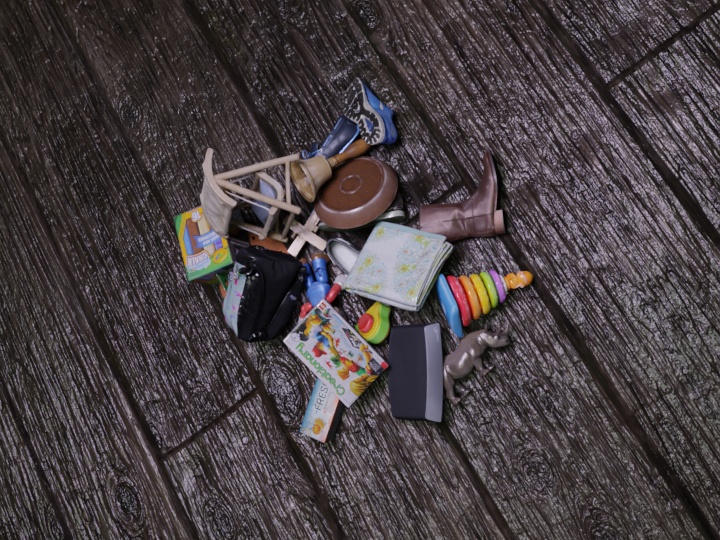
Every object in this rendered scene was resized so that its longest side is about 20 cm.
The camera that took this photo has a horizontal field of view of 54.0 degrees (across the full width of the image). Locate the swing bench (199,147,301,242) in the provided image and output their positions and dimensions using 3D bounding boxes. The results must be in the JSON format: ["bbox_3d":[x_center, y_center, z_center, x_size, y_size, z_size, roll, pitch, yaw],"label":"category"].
[{"bbox_3d":[-0.238,-0.152,1.495,0.196,0.199,0.132,1,73,-14],"label":"swing bench"}]

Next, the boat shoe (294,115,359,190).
[{"bbox_3d":[-0.085,-0.267,1.617,0.069,0.084,0.200,43,85,-2],"label":"boat shoe"}]

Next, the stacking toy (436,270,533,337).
[{"bbox_3d":[0.262,0.041,1.459,0.197,0.117,0.111,-20,49,0],"label":"stacking toy"}]

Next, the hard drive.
[{"bbox_3d":[0.112,0.215,1.492,0.133,0.042,0.204,-7,80,45],"label":"hard drive"}]

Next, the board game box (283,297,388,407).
[{"bbox_3d":[-0.052,0.174,1.501,0.200,0.035,0.126,45,92,-3],"label":"board game box"}]

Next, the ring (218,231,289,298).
[{"bbox_3d":[-0.249,0.007,1.675,0.196,0.019,0.205,-2,85,18],"label":"ring"}]

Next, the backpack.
[{"bbox_3d":[-0.225,0.056,1.570,0.126,0.164,0.203,40,116,55],"label":"backpack"}]

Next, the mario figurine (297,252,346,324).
[{"bbox_3d":[-0.085,0.072,1.596,0.123,0.104,0.204,-38,58,49],"label":"mario figurine"}]

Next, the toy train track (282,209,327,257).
[{"bbox_3d":[-0.103,-0.120,1.626,0.114,0.033,0.202,34,88,1],"label":"toy train track"}]

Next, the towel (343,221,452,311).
[{"bbox_3d":[0.077,-0.012,1.476,0.197,0.048,0.173,15,63,35],"label":"towel"}]

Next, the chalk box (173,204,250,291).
[{"bbox_3d":[-0.330,-0.041,1.633,0.122,0.125,0.204,-19,77,16],"label":"chalk box"}]

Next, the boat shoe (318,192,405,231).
[{"bbox_3d":[0.001,-0.130,1.575,0.197,0.072,0.062,-8,78,10],"label":"boat shoe"}]

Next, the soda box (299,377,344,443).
[{"bbox_3d":[-0.066,0.273,1.563,0.067,0.063,0.204,19,90,19],"label":"soda box"}]

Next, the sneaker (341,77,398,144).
[{"bbox_3d":[0.024,-0.351,1.589,0.079,0.088,0.202,-46,54,33],"label":"sneaker"}]

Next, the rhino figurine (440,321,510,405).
[{"bbox_3d":[0.236,0.179,1.468,0.088,0.060,0.200,45,100,16],"label":"rhino figurine"}]

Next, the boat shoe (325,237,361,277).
[{"bbox_3d":[0.000,0.000,1.567,0.199,0.060,0.076,35,96,19],"label":"boat shoe"}]

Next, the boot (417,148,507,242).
[{"bbox_3d":[0.205,-0.150,1.513,0.196,0.064,0.190,-9,81,23],"label":"boot"}]

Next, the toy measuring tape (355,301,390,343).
[{"bbox_3d":[0.054,0.098,1.522,0.200,0.073,0.074,-47,72,23],"label":"toy measuring tape"}]

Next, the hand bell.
[{"bbox_3d":[-0.051,-0.245,1.551,0.198,0.104,0.105,-33,74,-19],"label":"hand bell"}]

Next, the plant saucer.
[{"bbox_3d":[-0.016,-0.182,1.554,0.197,0.035,0.203,-12,50,15],"label":"plant saucer"}]
